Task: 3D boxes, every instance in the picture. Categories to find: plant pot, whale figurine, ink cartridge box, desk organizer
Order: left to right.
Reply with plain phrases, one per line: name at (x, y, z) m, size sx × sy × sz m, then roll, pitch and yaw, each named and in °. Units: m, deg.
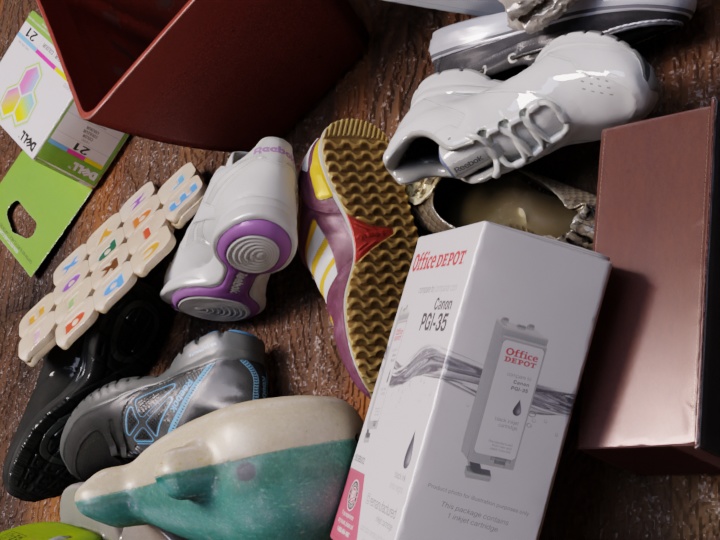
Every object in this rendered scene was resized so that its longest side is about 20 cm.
ink cartridge box at (-0.304, -0.118, 1.243) m, size 0.200 × 0.076 × 0.148 m, roll -55°, pitch 45°, yaw 5°
plant pot at (-0.112, -0.209, 1.045) m, size 0.200 × 0.176 × 0.200 m, roll -44°, pitch 48°, yaw 18°
whale figurine at (-0.087, 0.149, 0.883) m, size 0.199 × 0.159 × 0.104 m, roll -18°, pitch 78°, yaw 18°
ink cartridge box at (0.060, 0.079, 0.777) m, size 0.146 × 0.082 × 0.201 m, roll 169°, pitch 118°, yaw -77°
desk organizer at (0.180, 0.013, 0.760) m, size 0.077 × 0.072 × 0.201 m, roll -9°, pitch 65°, yaw 41°

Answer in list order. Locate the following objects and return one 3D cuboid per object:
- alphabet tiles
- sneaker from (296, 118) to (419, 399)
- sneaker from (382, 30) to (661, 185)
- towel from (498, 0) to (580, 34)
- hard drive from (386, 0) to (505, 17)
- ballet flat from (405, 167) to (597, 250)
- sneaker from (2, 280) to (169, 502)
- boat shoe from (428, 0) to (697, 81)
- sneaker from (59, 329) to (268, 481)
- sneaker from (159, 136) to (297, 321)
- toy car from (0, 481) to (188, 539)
alphabet tiles at (-0.201, -0.007, 1.083) m, size 0.200 × 0.015 × 0.196 m, roll -43°, pitch 21°, yaw 1°
sneaker at (0.000, 0.000, 0.934) m, size 0.090 × 0.075 × 0.201 m, roll 138°, pitch 128°, yaw -61°
sneaker at (0.099, -0.090, 0.843) m, size 0.199 × 0.075 × 0.087 m, roll -12°, pitch 32°, yaw 46°
towel at (0.161, -0.242, 0.841) m, size 0.200 × 0.034 × 0.133 m, roll -34°, pitch 40°, yaw 22°
hard drive at (0.031, -0.238, 0.924) m, size 0.027 × 0.199 × 0.132 m, roll 124°, pitch 143°, yaw -49°
ballet flat at (0.096, -0.041, 0.875) m, size 0.200 × 0.046 × 0.068 m, roll 25°, pitch 88°, yaw 45°
sneaker at (-0.233, 0.095, 1.096) m, size 0.091 × 0.076 × 0.201 m, roll 19°, pitch 75°, yaw 51°
boat shoe at (0.129, -0.142, 0.882) m, size 0.199 × 0.070 × 0.067 m, roll -6°, pitch 85°, yaw 37°
sneaker at (-0.151, 0.120, 1.001) m, size 0.200 × 0.073 × 0.082 m, roll -33°, pitch 53°, yaw 27°
sneaker at (-0.091, -0.026, 0.992) m, size 0.200 × 0.075 × 0.100 m, roll -41°, pitch 38°, yaw 54°
toy car at (-0.207, 0.254, 0.953) m, size 0.199 × 0.175 × 0.151 m, roll 13°, pitch 116°, yaw 43°
